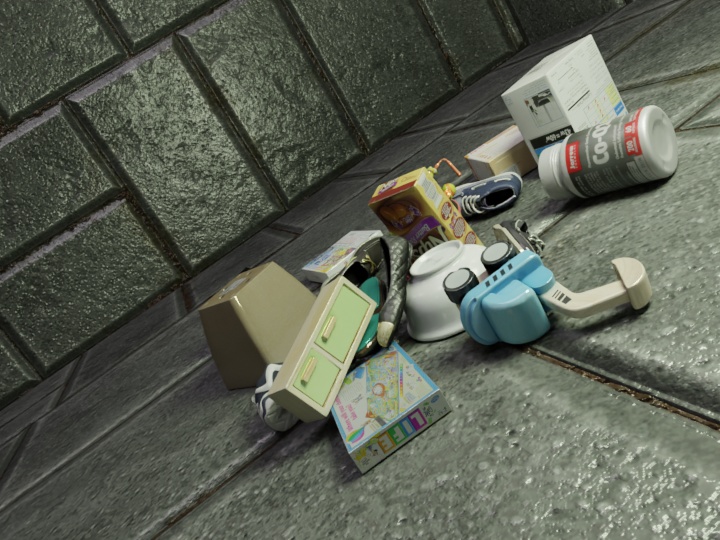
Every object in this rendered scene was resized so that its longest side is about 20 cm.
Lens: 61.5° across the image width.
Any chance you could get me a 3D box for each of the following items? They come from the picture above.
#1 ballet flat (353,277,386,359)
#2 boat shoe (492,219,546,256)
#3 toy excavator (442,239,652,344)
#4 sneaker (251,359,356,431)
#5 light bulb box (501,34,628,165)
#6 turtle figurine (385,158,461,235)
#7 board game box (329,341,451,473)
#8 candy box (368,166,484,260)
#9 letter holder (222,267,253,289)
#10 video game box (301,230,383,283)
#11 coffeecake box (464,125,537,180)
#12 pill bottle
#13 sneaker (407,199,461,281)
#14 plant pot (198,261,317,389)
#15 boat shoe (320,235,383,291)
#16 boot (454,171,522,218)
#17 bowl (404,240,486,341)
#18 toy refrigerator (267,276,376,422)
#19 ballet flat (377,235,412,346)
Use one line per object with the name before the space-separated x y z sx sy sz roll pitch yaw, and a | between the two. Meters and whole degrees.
ballet flat | 0.027 0.089 0.997 0.067 0.069 0.201 -24 27 25
boat shoe | 0.258 -0.045 0.958 0.062 0.074 0.200 -20 13 7
toy excavator | 0.229 0.036 0.761 0.193 0.100 0.200 -36 29 -3
sneaker | -0.102 0.167 1.005 0.200 0.080 0.129 -49 29 -18
light bulb box | 0.431 -0.340 1.263 0.198 0.201 0.124 -41 16 -30
turtle figurine | 0.122 -0.126 1.168 0.160 0.064 0.202 -22 55 22
board game box | 0.027 0.174 0.816 0.134 0.034 0.200 -34 15 -4
candy box | 0.120 -0.077 1.073 0.116 0.200 0.057 -15 36 47
letter holder | -0.303 0.111 1.575 0.099 0.144 0.200 12 35 22
video game box | -0.045 -0.036 1.575 0.181 0.047 0.200 -36 15 -17
coffeecake box | 0.357 -0.279 1.463 0.152 0.074 0.200 -32 16 2
pill bottle | 0.406 -0.187 1.010 0.199 0.115 0.114 -14 24 50
sneaker | 0.142 -0.043 1.213 0.201 0.087 0.074 -50 55 -1
plant pot | -0.206 0.101 1.231 0.199 0.178 0.200 -16 22 44
boat shoe | 0.000 0.000 1.339 0.201 0.072 0.060 -45 23 -16
boot | 0.245 -0.150 1.291 0.198 0.073 0.090 -24 12 28
bowl | 0.141 0.015 0.970 0.199 0.091 0.201 -29 16 9
toy refrigerator | -0.051 0.113 0.893 0.070 0.076 0.201 -30 27 52
ballet flat | 0.044 0.031 0.947 0.067 0.056 0.202 105 176 -53
